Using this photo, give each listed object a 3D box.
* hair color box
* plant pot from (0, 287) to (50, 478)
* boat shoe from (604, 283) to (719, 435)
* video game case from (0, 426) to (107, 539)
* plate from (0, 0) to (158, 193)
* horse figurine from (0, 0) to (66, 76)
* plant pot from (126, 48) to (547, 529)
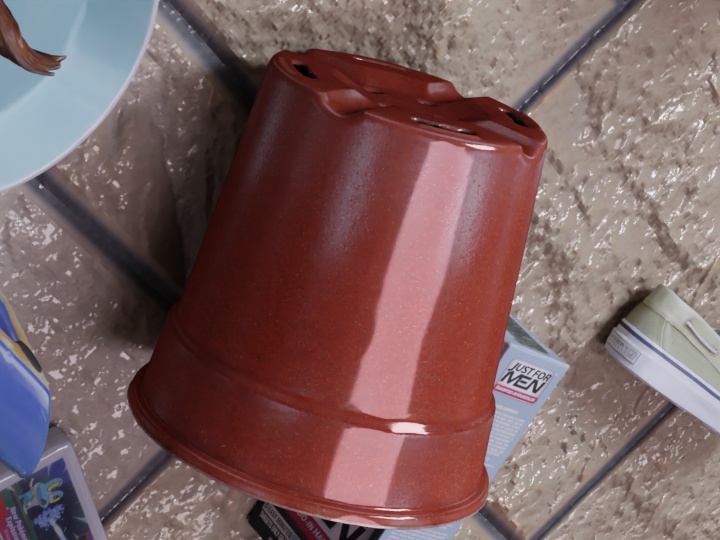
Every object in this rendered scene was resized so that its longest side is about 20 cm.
[{"bbox_3d":[0.026,0.105,1.157,0.061,0.099,0.200,22,106,-44],"label":"hair color box"},{"bbox_3d":[-0.251,0.026,0.799,0.180,0.200,0.200,-36,137,0],"label":"plant pot"},{"bbox_3d":[0.247,0.072,1.323,0.200,0.072,0.062,29,104,-43],"label":"boat shoe"},{"bbox_3d":[-0.222,0.201,1.097,0.182,0.023,0.201,-28,133,-18],"label":"video game case"},{"bbox_3d":[-0.185,-0.121,0.881,0.200,0.026,0.201,-21,132,-24],"label":"plate"},{"bbox_3d":[-0.192,-0.118,0.779,0.050,0.133,0.200,-20,172,17],"label":"horse figurine"},{"bbox_3d":[0.000,0.000,1.004,0.200,0.201,0.196,3,112,-39],"label":"plant pot"}]
